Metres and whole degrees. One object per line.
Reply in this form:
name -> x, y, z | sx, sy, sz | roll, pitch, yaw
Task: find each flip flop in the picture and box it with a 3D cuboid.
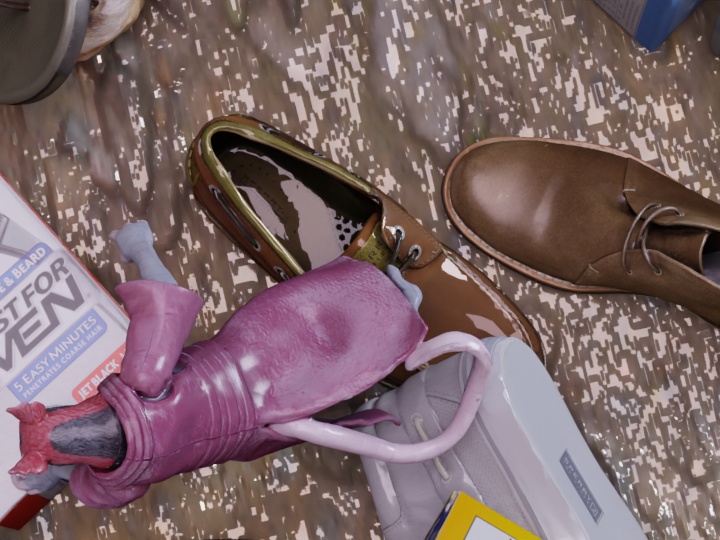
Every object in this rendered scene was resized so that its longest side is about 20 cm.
flip flop -> -0.207, -0.133, 1.220 | 0.199, 0.057, 0.082 | 25, 106, 29

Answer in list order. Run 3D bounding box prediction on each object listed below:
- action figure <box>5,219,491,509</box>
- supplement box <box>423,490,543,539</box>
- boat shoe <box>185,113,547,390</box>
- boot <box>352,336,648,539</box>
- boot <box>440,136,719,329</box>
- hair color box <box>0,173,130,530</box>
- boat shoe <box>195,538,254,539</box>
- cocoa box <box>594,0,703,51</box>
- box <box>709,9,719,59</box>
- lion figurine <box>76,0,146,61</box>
action figure -> -0.067, 0.065, 1.135 | 0.199, 0.135, 0.149 | -18, 43, -41
supplement box -> 0.089, 0.208, 1.133 | 0.199, 0.110, 0.109 | 31, 39, 3
boat shoe -> 0.000, 0.000, 1.227 | 0.199, 0.068, 0.072 | 33, 81, 5
boot -> 0.073, 0.132, 1.214 | 0.095, 0.074, 0.201 | -25, 95, 28
boot -> 0.134, -0.019, 1.226 | 0.199, 0.075, 0.074 | 19, 84, 5
hair color box -> -0.191, 0.011, 1.233 | 0.111, 0.064, 0.200 | -43, 82, -4
boat shoe -> -0.123, 0.175, 1.209 | 0.199, 0.074, 0.074 | -16, 91, 7
cocoa box -> 0.163, -0.227, 1.226 | 0.131, 0.133, 0.200 | 44, 84, 7
box -> 0.294, -0.131, 1.224 | 0.184, 0.105, 0.200 | 41, 83, 6
lion figurine -> -0.140, -0.201, 1.268 | 0.122, 0.073, 0.201 | -24, 70, 2
